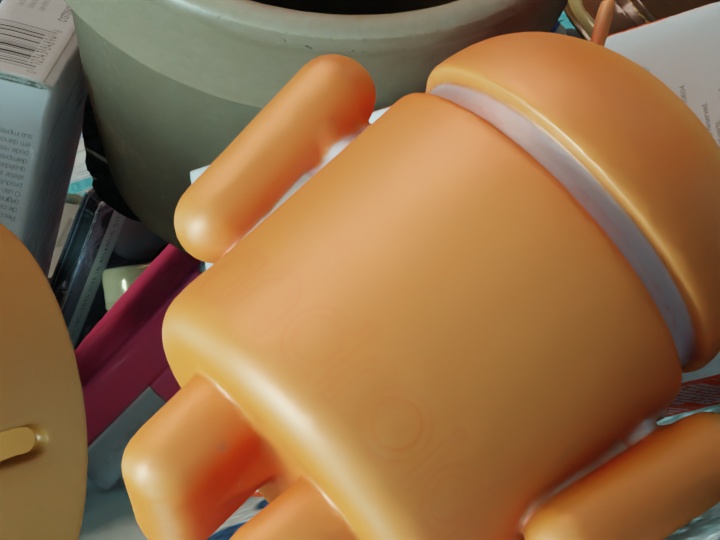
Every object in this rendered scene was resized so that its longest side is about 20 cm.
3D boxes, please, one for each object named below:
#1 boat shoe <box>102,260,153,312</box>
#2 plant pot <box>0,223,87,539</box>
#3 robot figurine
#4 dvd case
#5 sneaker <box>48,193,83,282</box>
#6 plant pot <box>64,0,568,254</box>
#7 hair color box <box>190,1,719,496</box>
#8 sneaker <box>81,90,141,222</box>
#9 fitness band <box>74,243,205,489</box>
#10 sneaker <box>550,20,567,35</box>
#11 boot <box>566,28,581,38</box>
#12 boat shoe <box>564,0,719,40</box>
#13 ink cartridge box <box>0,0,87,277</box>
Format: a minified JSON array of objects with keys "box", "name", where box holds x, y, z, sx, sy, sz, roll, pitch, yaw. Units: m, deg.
[{"box":[-0.034,-0.011,1.339,0.200,0.069,0.074,-28,11,-36],"name":"boat shoe"},{"box":[-0.182,0.056,0.940,0.140,0.200,0.200,-7,-1,-34],"name":"plant pot"},{"box":[0.027,0.016,0.791,0.200,0.117,0.144,-42,36,-14],"name":"robot figurine"},{"box":[-0.077,-0.016,1.377,0.200,0.016,0.149,-28,-26,-43],"name":"dvd case"},{"box":[-0.159,0.008,1.435,0.074,0.079,0.200,-43,1,14],"name":"sneaker"},{"box":[-0.030,-0.096,1.026,0.200,0.200,0.175,-26,-30,-30],"name":"plant pot"},{"box":[0.050,-0.002,0.904,0.200,0.111,0.064,-15,-14,28],"name":"hair color box"},{"box":[-0.051,-0.113,1.164,0.078,0.200,0.086,22,13,-3],"name":"sneaker"},{"box":[-0.069,0.012,1.160,0.200,0.037,0.144,-44,12,25],"name":"fitness band"},{"box":[-0.017,-0.107,1.223,0.199,0.115,0.081,-2,27,45],"name":"sneaker"},{"box":[0.066,-0.088,1.592,0.165,0.066,0.200,-13,11,-2],"name":"boot"},{"box":[0.134,-0.112,1.142,0.068,0.072,0.200,-44,-3,22],"name":"boat shoe"},{"box":[-0.144,-0.009,1.123,0.043,0.200,0.196,15,18,-3],"name":"ink cartridge box"}]
